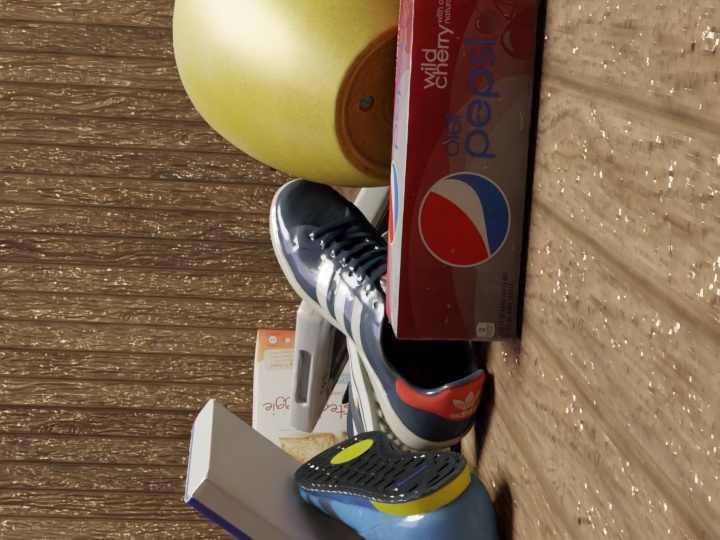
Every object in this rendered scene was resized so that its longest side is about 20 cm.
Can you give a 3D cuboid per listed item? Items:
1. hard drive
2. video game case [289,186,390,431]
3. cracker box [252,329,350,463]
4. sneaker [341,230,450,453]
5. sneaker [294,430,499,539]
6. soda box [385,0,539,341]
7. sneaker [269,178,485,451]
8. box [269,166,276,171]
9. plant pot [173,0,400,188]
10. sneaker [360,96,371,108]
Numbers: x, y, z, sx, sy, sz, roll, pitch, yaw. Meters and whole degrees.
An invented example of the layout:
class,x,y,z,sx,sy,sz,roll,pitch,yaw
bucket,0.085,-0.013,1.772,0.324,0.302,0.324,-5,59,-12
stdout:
class,x,y,z,sx,sy,sz,roll,pitch,yaw
hard drive,-0.023,0.169,0.891,0.025,0.199,0.132,-51,13,9
video game case,0.000,0.000,1.052,0.182,0.023,0.201,99,-165,-59
cracker box,-0.022,0.150,1.130,0.058,0.132,0.202,103,168,-59
sneaker,0.025,0.073,0.953,0.079,0.077,0.203,146,125,-78
sneaker,0.020,0.146,0.832,0.079,0.066,0.200,63,158,-12
soda box,0.052,-0.066,0.751,0.063,0.069,0.203,-113,25,-79
sneaker,0.015,0.010,0.862,0.201,0.074,0.085,54,152,18
box,-0.063,-0.254,1.703,0.197,0.122,0.202,84,-177,-69
plant pot,0.002,-0.131,0.850,0.142,0.198,0.202,-132,39,-51
sneaker,0.039,-0.202,0.984,0.089,0.073,0.202,-103,26,-69
